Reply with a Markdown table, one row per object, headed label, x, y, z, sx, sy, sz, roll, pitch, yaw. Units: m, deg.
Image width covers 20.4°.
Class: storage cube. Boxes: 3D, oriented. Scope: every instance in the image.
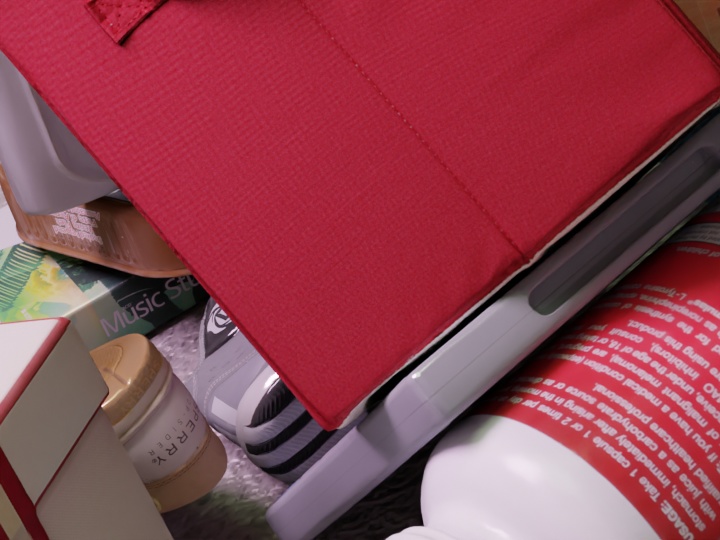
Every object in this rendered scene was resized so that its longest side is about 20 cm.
| label | x | y | z | sx | sy | sz | roll | pitch | yaw |
| --- | --- | --- | --- | --- | --- | --- | --- | --- | --- |
| storage cube | 0.009 | -0.075 | 0.686 | 0.171 | 0.180 | 0.200 | -41 | -3 | 12 |

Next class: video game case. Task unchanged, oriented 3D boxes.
| label | x | y | z | sx | sy | sz | roll | pitch | yaw |
| --- | --- | --- | --- | --- | --- | --- | --- | --- | --- |
| video game case | 0.057 | 0.018 | 0.718 | 0.182 | 0.022 | 0.200 | -39 | -5 | -24 |

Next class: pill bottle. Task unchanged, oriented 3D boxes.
| label | x | y | z | sx | sy | sz | roll | pitch | yaw |
| --- | --- | --- | --- | --- | --- | --- | --- | --- | --- |
| pill bottle | 0.093 | 0.068 | 0.638 | 0.200 | 0.112 | 0.112 | -38 | 33 | -25 |

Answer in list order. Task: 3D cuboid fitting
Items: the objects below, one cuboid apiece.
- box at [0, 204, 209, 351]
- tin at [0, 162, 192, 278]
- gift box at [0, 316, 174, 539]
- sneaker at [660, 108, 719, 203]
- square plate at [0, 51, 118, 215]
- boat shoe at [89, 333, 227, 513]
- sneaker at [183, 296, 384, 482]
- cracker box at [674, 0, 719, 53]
| label | x | y | z | sx | sy | sz | roll | pitch | yaw |
| --- | --- | --- | --- | --- | --- | --- | --- | --- | --- |
| box | -0.101 | -0.027 | 1.002 | 0.200 | 0.036 | 0.144 | -32 | 31 | -13 |
| tin | -0.095 | -0.046 | 0.945 | 0.112 | 0.042 | 0.200 | -39 | 31 | -28 |
| gift box | -0.180 | 0.129 | 0.660 | 0.199 | 0.187 | 0.185 | -8 | 33 | 23 |
| sneaker | 0.216 | -0.069 | 0.821 | 0.199 | 0.077 | 0.081 | -2 | 27 | 23 |
| square plate | -0.069 | -0.113 | 0.821 | 0.200 | 0.198 | 0.028 | -23 | 52 | -7 |
| boat shoe | -0.124 | 0.083 | 0.812 | 0.200 | 0.069 | 0.074 | -19 | 30 | 53 |
| sneaker | 0.000 | 0.000 | 0.854 | 0.200 | 0.075 | 0.115 | -39 | 31 | -23 |
| cracker box | 0.111 | -0.168 | 0.846 | 0.058 | 0.134 | 0.200 | -24 | 23 | 3 |
